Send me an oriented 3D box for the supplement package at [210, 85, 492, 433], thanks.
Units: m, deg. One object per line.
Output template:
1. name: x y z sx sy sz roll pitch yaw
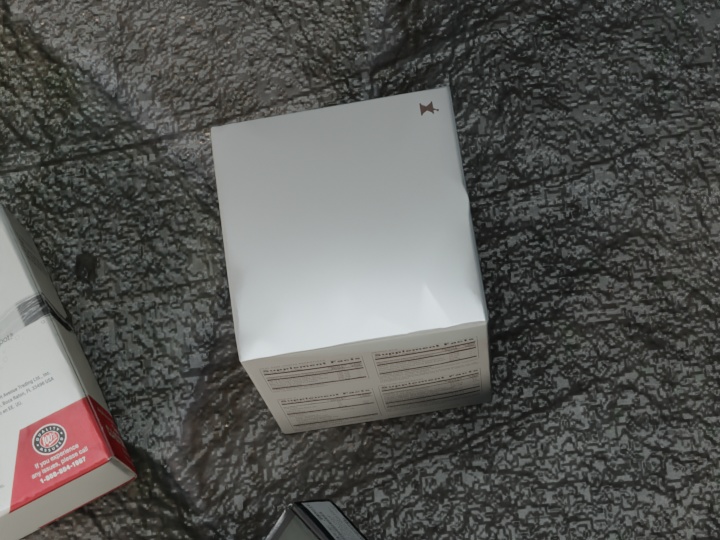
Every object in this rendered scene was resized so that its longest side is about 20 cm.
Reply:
1. supplement package: 0.000 0.000 1.152 0.149 0.200 0.153 -9 73 2

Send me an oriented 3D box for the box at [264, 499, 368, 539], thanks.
1. box: -0.032 0.265 1.097 0.159 0.046 0.201 45 112 28

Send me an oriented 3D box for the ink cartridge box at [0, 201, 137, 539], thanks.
1. ink cartridge box: -0.259 0.076 1.214 0.143 0.084 0.201 -26 74 -2
